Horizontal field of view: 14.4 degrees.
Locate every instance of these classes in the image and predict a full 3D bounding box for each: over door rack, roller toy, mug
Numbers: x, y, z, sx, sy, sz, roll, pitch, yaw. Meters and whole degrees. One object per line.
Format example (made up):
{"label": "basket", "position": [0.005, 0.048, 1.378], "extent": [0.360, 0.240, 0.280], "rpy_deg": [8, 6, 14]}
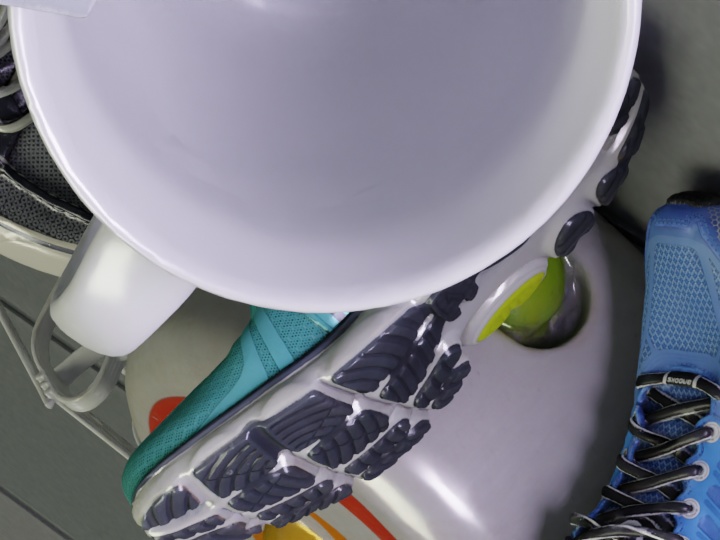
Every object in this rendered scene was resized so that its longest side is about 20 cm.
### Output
{"label": "over door rack", "position": [-0.107, 0.032, 1.204], "extent": [0.148, 0.067, 0.200], "rpy_deg": [45, 174, -40]}
{"label": "roller toy", "position": [0.019, 0.055, 0.968], "extent": [0.182, 0.140, 0.200], "rpy_deg": [5, 137, 56]}
{"label": "mug", "position": [-0.023, -0.066, 0.736], "extent": [0.147, 0.200, 0.175], "rpy_deg": [29, -164, -10]}

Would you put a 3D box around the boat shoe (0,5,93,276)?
{"label": "boat shoe", "position": [-0.147, -0.075, 1.097], "extent": [0.200, 0.075, 0.093], "rpy_deg": [30, 144, 4]}

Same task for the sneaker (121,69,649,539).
{"label": "sneaker", "position": [0.000, 0.000, 0.848], "extent": [0.080, 0.200, 0.078], "rpy_deg": [41, 177, 27]}

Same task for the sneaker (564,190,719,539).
{"label": "sneaker", "position": [0.104, 0.076, 0.862], "extent": [0.078, 0.089, 0.201], "rpy_deg": [3, 98, 57]}

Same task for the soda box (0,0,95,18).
{"label": "soda box", "position": [-0.050, -0.153, 0.576], "extent": [0.068, 0.200, 0.064], "rpy_deg": [6, -147, -48]}
